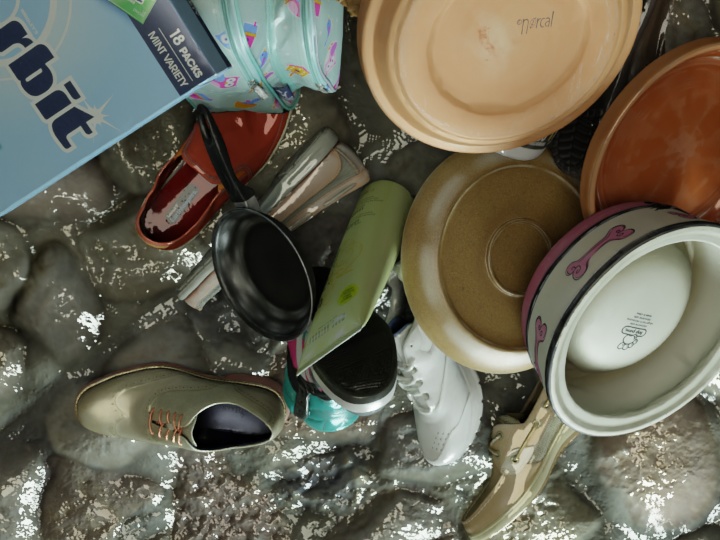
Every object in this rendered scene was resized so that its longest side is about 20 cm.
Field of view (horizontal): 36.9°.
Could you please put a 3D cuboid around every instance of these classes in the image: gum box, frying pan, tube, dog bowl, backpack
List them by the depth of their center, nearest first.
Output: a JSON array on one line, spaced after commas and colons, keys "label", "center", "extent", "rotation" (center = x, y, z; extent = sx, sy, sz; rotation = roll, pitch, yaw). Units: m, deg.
[{"label": "gum box", "center": [-0.213, -0.152, 0.704], "extent": [0.199, 0.045, 0.170], "rotation": [-29, 101, 15]}, {"label": "backpack", "center": [-0.091, -0.213, 0.794], "extent": [0.152, 0.200, 0.177], "rotation": [1, 85, 17]}, {"label": "frying pan", "center": [-0.095, -0.031, 0.865], "extent": [0.115, 0.031, 0.191], "rotation": [-32, 88, 49]}, {"label": "tube", "center": [0.000, 0.000, 0.869], "extent": [0.052, 0.200, 0.058], "rotation": [9, 130, 11]}, {"label": "dog bowl", "center": [0.218, 0.033, 0.872], "extent": [0.199, 0.074, 0.201], "rotation": [-15, 127, -20]}]

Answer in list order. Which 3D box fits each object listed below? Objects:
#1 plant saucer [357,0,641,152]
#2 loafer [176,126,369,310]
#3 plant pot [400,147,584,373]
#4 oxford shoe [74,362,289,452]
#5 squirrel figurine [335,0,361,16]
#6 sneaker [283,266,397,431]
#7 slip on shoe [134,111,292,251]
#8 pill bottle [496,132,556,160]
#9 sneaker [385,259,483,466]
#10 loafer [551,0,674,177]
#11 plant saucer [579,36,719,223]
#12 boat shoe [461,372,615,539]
[{"label": "plant saucer", "center": [0.098, -0.164, 0.741], "extent": [0.199, 0.032, 0.201], "rotation": [-8, 132, -8]}, {"label": "loafer", "center": [-0.075, -0.032, 0.934], "extent": [0.063, 0.072, 0.200], "rotation": [41, 100, -13]}, {"label": "plant pot", "center": [0.129, -0.011, 0.906], "extent": [0.199, 0.027, 0.201], "rotation": [-2, 95, -22]}, {"label": "oxford shoe", "center": [-0.166, 0.127, 0.974], "extent": [0.199, 0.074, 0.071], "rotation": [-3, 104, 3]}, {"label": "squirrel figurine", "center": [0.051, -0.266, 0.807], "extent": [0.141, 0.187, 0.201], "rotation": [27, 109, -14]}, {"label": "sneaker", "center": [-0.019, 0.093, 0.908], "extent": [0.083, 0.200, 0.121], "rotation": [-11, 119, -12]}, {"label": "slip on shoe", "center": [-0.125, -0.096, 0.922], "extent": [0.074, 0.061, 0.200], "rotation": [39, 100, -5]}, {"label": "pill bottle", "center": [0.147, -0.195, 0.837], "extent": [0.111, 0.111, 0.200], "rotation": [29, 119, -5]}, {"label": "sneaker", "center": [0.053, 0.075, 0.937], "extent": [0.074, 0.087, 0.201], "rotation": [3, 103, 46]}, {"label": "loafer", "center": [0.217, -0.172, 0.892], "extent": [0.071, 0.073, 0.201], "rotation": [8, 106, -37]}, {"label": "plant saucer", "center": [0.264, -0.095, 0.879], "extent": [0.199, 0.032, 0.201], "rotation": [-15, 127, -20]}, {"label": "boat shoe", "center": [0.147, 0.153, 0.972], "extent": [0.065, 0.072, 0.200], "rotation": [36, 98, -1]}]
